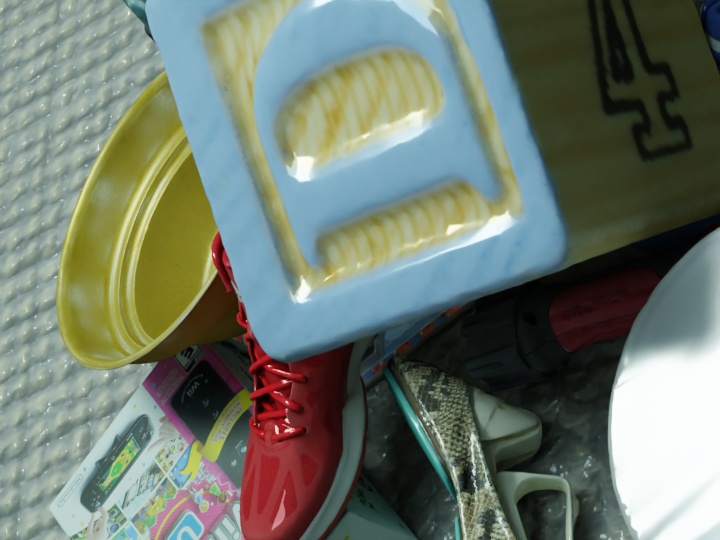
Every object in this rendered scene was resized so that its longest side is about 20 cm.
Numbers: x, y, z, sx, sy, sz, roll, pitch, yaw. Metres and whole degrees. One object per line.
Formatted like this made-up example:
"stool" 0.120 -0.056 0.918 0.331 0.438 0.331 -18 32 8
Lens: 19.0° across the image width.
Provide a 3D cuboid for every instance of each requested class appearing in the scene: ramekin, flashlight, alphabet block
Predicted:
"ramekin" 0.218 0.074 0.963 0.202 0.094 0.203 -15 64 32
"flashlight" 0.143 0.020 1.114 0.199 0.068 0.068 -18 61 35
"alphabet block" 0.048 -0.085 1.068 0.195 0.200 0.197 -18 89 35

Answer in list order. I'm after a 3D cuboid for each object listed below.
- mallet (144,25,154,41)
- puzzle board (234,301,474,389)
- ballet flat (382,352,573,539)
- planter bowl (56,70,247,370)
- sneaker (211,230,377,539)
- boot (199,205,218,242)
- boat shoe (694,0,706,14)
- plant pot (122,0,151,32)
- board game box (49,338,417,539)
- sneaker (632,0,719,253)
"mallet" -0.143 -0.205 1.539 0.041 0.066 0.200 -44 41 11
"puzzle board" 0.000 0.000 1.303 0.200 0.017 0.151 -39 43 19
"ballet flat" 0.072 0.118 1.129 0.075 0.068 0.201 -22 53 4
"planter bowl" -0.086 -0.022 1.241 0.200 0.083 0.201 -34 42 37
"sneaker" -0.050 0.045 1.132 0.078 0.115 0.201 -2 68 40
"boot" -0.066 -0.080 1.384 0.146 0.070 0.200 -34 32 9
"boat shoe" 0.110 -0.169 1.191 0.199 0.069 0.071 -10 64 22
"plant pot" -0.032 -0.202 1.304 0.196 0.196 0.200 11 62 47
"board game box" -0.077 0.144 1.235 0.148 0.064 0.200 -53 45 8
"sneaker" 0.192 -0.102 1.130 0.200 0.088 0.075 -51 43 7
